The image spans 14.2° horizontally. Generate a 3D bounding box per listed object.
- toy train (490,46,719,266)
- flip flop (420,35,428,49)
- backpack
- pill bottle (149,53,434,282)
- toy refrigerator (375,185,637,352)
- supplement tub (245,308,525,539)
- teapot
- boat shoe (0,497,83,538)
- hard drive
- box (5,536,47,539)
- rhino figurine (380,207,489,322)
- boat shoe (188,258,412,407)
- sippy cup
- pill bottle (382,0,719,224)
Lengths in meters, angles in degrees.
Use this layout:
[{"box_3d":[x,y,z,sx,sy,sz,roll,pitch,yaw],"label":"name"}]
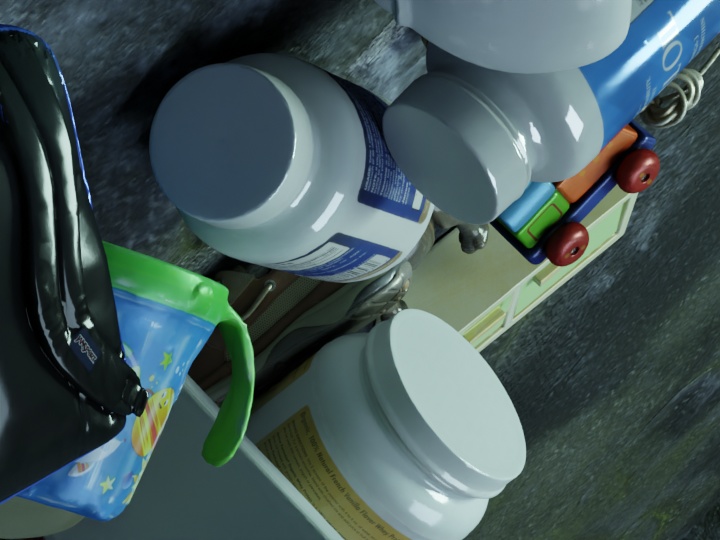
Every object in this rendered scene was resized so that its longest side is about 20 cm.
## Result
[{"box_3d":[0.157,-0.105,1.973,0.200,0.085,0.116,-46,149,2],"label":"toy train"},{"box_3d":[0.086,-0.182,1.655,0.081,0.058,0.200,-33,159,-34],"label":"flip flop"},{"box_3d":[-0.206,-0.008,1.210,0.162,0.167,0.201,-33,127,-44],"label":"backpack"},{"box_3d":[-0.039,-0.056,1.563,0.111,0.111,0.200,-48,162,9],"label":"pill bottle"},{"box_3d":[0.107,-0.006,2.079,0.200,0.070,0.076,-37,161,-23],"label":"toy refrigerator"},{"box_3d":[-0.012,0.128,1.768,0.200,0.145,0.144,-38,167,25],"label":"supplement tub"},{"box_3d":[0.050,-0.185,1.421,0.145,0.198,0.201,-7,132,-2],"label":"teapot"},{"box_3d":[-0.182,0.099,1.648,0.073,0.063,0.201,14,149,-18],"label":"boat shoe"},{"box_3d":[-0.111,0.145,1.701,0.132,0.200,0.026,-50,161,16],"label":"hard drive"},{"box_3d":[-0.136,0.229,1.812,0.103,0.199,0.095,-53,-164,23],"label":"box"},{"box_3d":[0.000,0.000,1.859,0.200,0.060,0.087,-46,143,5],"label":"rhino figurine"},{"box_3d":[-0.065,0.033,1.777,0.199,0.072,0.076,-33,171,-5],"label":"boat shoe"},{"box_3d":[-0.147,0.052,1.444,0.140,0.177,0.131,46,60,-81],"label":"sippy cup"},{"box_3d":[0.106,-0.118,1.561,0.200,0.112,0.112,-44,164,-23],"label":"pill bottle"}]
